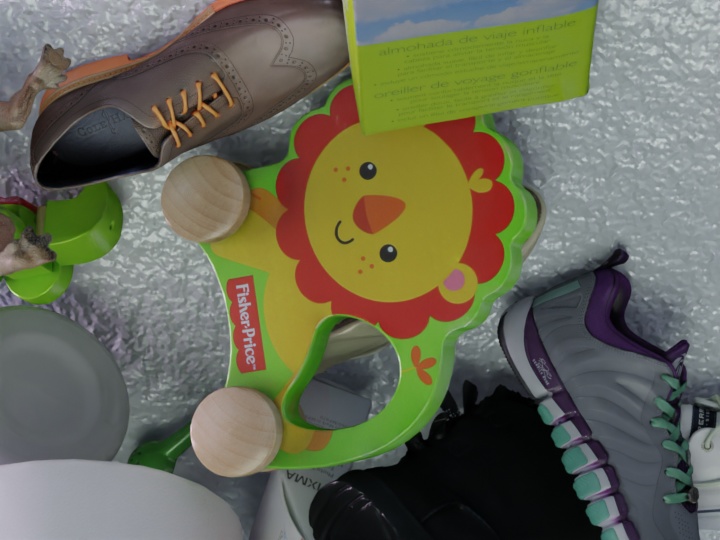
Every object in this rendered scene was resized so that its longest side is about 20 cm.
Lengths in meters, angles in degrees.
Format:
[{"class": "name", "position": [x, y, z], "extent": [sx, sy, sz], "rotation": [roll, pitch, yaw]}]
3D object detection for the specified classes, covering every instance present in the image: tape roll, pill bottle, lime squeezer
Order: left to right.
[{"class": "pill bottle", "position": [-0.222, 0.113, 1.252], "extent": [0.112, 0.112, 0.200], "rotation": [31, 138, -13]}, {"class": "tape roll", "position": [-0.163, 0.180, 1.193], "extent": [0.202, 0.071, 0.202], "rotation": [-3, 148, -2]}, {"class": "lime squeezer", "position": [-0.110, 0.137, 1.318], "extent": [0.071, 0.038, 0.200], "rotation": [-10, 129, -25]}]

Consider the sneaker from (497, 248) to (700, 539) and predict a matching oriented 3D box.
[{"class": "sneaker", "position": [0.156, 0.090, 1.176], "extent": [0.088, 0.074, 0.200], "rotation": [-32, 81, 18]}]

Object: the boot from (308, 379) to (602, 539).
[{"class": "boot", "position": [0.079, 0.159, 1.175], "extent": [0.198, 0.162, 0.073], "rotation": [50, 129, 16]}]

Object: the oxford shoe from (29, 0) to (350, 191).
[{"class": "oxford shoe", "position": [-0.084, -0.088, 1.128], "extent": [0.200, 0.073, 0.071], "rotation": [-23, 119, 21]}]

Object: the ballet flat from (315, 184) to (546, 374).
[{"class": "ballet flat", "position": [0.025, 0.011, 1.196], "extent": [0.200, 0.069, 0.069], "rotation": [-22, 119, 23]}]

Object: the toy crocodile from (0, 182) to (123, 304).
[{"class": "toy crocodile", "position": [-0.227, -0.011, 1.211], "extent": [0.200, 0.062, 0.068], "rotation": [-12, 157, 21]}]

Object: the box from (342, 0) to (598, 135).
[{"class": "box", "position": [0.052, -0.135, 1.020], "extent": [0.122, 0.048, 0.200], "rotation": [-10, 157, -2]}]

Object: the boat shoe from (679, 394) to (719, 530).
[{"class": "boat shoe", "position": [0.198, 0.106, 1.224], "extent": [0.200, 0.074, 0.067], "rotation": [-19, 120, 20]}]

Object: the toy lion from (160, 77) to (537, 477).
[{"class": "toy lion", "position": [0.000, 0.000, 1.136], "extent": [0.192, 0.069, 0.200], "rotation": [-9, 85, 16]}]

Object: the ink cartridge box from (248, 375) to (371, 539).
[{"class": "ink cartridge box", "position": [-0.052, 0.183, 1.222], "extent": [0.057, 0.200, 0.163], "rotation": [22, 131, 3]}]

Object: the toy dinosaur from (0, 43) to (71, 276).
[{"class": "toy dinosaur", "position": [-0.219, -0.042, 1.125], "extent": [0.086, 0.200, 0.136], "rotation": [9, 160, -33]}]
